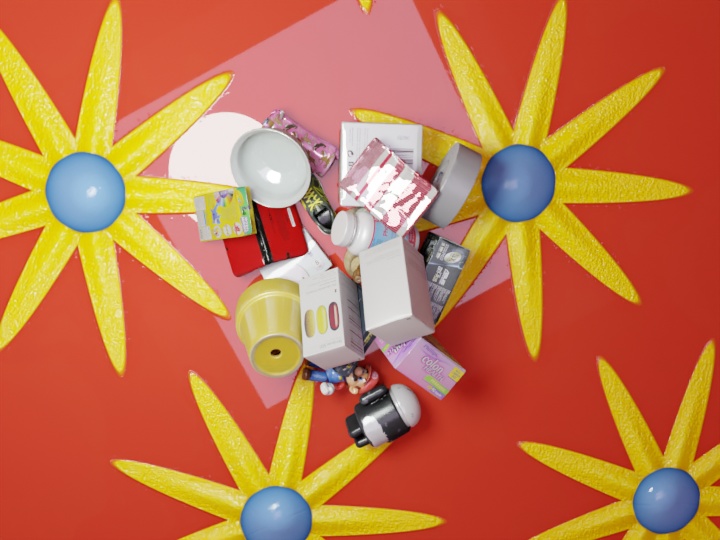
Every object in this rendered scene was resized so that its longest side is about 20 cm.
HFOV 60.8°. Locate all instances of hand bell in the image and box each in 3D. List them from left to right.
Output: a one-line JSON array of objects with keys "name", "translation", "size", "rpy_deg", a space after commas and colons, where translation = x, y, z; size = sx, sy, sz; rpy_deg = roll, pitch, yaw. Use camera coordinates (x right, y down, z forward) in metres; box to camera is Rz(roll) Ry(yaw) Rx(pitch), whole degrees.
[{"name": "hand bell", "translation": [0.000, 0.000, 1.500], "size": [0.103, 0.200, 0.105], "rpy_deg": [1, 103, 4]}]

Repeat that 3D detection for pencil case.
[{"name": "pencil case", "translation": [-0.150, -0.313, 1.515], "size": [0.199, 0.086, 0.083], "rpy_deg": [33, 72, -8]}]

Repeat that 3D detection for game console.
[{"name": "game console", "translation": [-0.251, -0.106, 1.548], "size": [0.171, 0.118, 0.202], "rpy_deg": [-15, 83, -32]}]

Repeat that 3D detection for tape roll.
[{"name": "tape roll", "translation": [0.216, -0.206, 1.490], "size": [0.066, 0.200, 0.202], "rpy_deg": [26, 96, -6]}]

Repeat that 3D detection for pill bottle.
[{"name": "pill bottle", "translation": [0.035, -0.081, 1.481], "size": [0.198, 0.109, 0.110], "rpy_deg": [13, 97, -28]}]

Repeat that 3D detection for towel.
[{"name": "towel", "translation": [0.065, -0.188, 1.413], "size": [0.200, 0.023, 0.144], "rpy_deg": [40, 108, 4]}]

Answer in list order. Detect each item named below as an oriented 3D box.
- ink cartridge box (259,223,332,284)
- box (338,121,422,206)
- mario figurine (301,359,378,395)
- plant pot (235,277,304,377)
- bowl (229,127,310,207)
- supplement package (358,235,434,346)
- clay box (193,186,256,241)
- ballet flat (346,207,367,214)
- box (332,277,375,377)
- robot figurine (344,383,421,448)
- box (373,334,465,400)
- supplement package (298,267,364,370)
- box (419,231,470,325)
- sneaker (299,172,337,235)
[{"name": "ink cartridge box", "translation": [-0.193, -0.043, 1.567], "size": [0.162, 0.057, 0.200], "rpy_deg": [-38, 103, 2]}, {"name": "box", "translation": [0.046, -0.258, 1.508], "size": [0.198, 0.131, 0.201], "rpy_deg": [1, 98, -2]}, {"name": "mario figurine", "translation": [-0.048, 0.257, 1.588], "size": [0.198, 0.106, 0.125], "rpy_deg": [12, 95, -3]}, {"name": "plant pot", "translation": [-0.205, 0.150, 1.490], "size": [0.199, 0.189, 0.203], "rpy_deg": [-4, 120, -7]}, {"name": "bowl", "translation": [-0.202, -0.259, 1.460], "size": [0.199, 0.091, 0.203], "rpy_deg": [7, 126, 10]}, {"name": "supplement package", "translation": [0.081, 0.048, 1.398], "size": [0.119, 0.121, 0.202], "rpy_deg": [-20, 57, 24]}, {"name": "clay box", "translation": [-0.321, -0.136, 1.485], "size": [0.199, 0.047, 0.116], "rpy_deg": [-3, 97, 39]}, {"name": "ballet flat", "translation": [0.045, -0.137, 1.549], "size": [0.198, 0.067, 0.069], "rpy_deg": [-6, 81, -8]}, {"name": "box", "translation": [-0.031, 0.140, 1.539], "size": [0.051, 0.158, 0.201], "rpy_deg": [31, 96, -44]}, {"name": "robot figurine", "translation": [0.060, 0.379, 1.602], "size": [0.199, 0.150, 0.125], "rpy_deg": [-29, 69, 2]}, {"name": "box", "translation": [0.132, 0.195, 1.515], "size": [0.176, 0.200, 0.097], "rpy_deg": [38, 94, -31]}, {"name": "supplement package", "translation": [-0.069, 0.116, 1.459], "size": [0.113, 0.110, 0.202], "rpy_deg": [-19, 59, 19]}, {"name": "box", "translation": [0.180, 0.015, 1.537], "size": [0.085, 0.164, 0.202], "rpy_deg": [24, 95, -6]}, {"name": "sneaker", "translation": [-0.112, -0.177, 1.533], "size": [0.074, 0.085, 0.201], "rpy_deg": [-36, 100, 0]}]
